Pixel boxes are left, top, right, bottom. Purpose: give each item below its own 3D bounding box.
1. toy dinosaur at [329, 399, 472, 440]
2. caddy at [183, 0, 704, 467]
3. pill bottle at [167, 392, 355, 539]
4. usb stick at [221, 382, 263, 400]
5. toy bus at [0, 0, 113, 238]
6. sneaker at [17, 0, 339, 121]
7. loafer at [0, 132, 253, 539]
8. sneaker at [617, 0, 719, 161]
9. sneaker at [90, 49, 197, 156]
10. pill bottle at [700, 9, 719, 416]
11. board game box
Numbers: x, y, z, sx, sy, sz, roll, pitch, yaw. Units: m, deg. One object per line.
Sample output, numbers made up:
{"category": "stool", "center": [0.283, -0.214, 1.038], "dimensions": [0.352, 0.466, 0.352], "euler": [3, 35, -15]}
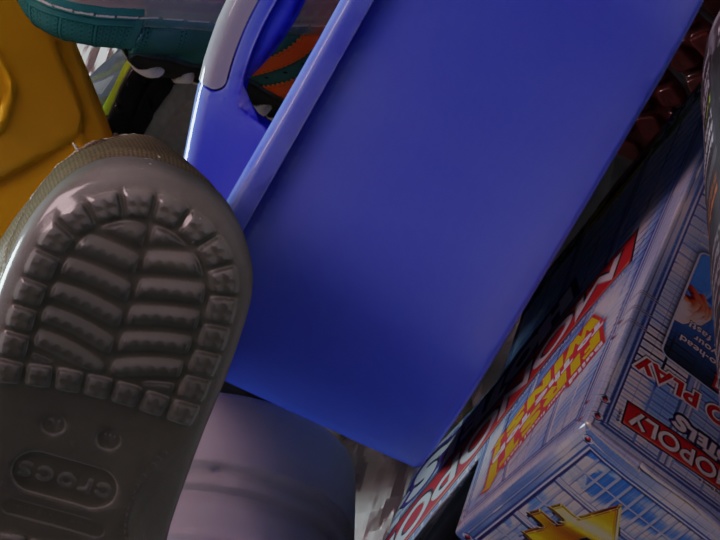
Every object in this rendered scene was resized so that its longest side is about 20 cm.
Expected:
{"category": "toy dinosaur", "center": [0.000, 0.000, 0.898], "dimensions": [0.200, 0.058, 0.101], "euler": [-2, 98, 62]}
{"category": "caddy", "center": [0.012, -0.048, 0.753], "dimensions": [0.200, 0.105, 0.141], "euler": [-60, 0, 11]}
{"category": "pill bottle", "center": [-0.052, 0.143, 0.780], "dimensions": [0.116, 0.116, 0.201], "euler": [-25, 51, 38]}
{"category": "usb stick", "center": [-0.054, 0.020, 0.888], "dimensions": [0.033, 0.200, 0.056], "euler": [-18, 69, 1]}
{"category": "toy bus", "center": [-0.145, -0.020, 0.983], "dimensions": [0.136, 0.192, 0.200], "euler": [-30, -3, -23]}
{"category": "sneaker", "center": [-0.026, -0.075, 0.934], "dimensions": [0.071, 0.199, 0.080], "euler": [55, 134, 41]}
{"category": "loafer", "center": [-0.078, 0.051, 0.706], "dimensions": [0.200, 0.075, 0.070], "euler": [-61, 14, 24]}
{"category": "sneaker", "center": [0.090, -0.075, 0.868], "dimensions": [0.200, 0.078, 0.082], "euler": [-13, 24, 51]}
{"category": "sneaker", "center": [-0.098, -0.028, 1.102], "dimensions": [0.200, 0.074, 0.081], "euler": [-45, 17, 10]}
{"category": "pill bottle", "center": [0.126, 0.017, 0.602], "dimensions": [0.106, 0.106, 0.200], "euler": [-33, 32, 29]}
{"category": "board game box", "center": [0.056, 0.054, 0.718], "dimensions": [0.200, 0.062, 0.200], "euler": [-52, 4, 21]}
